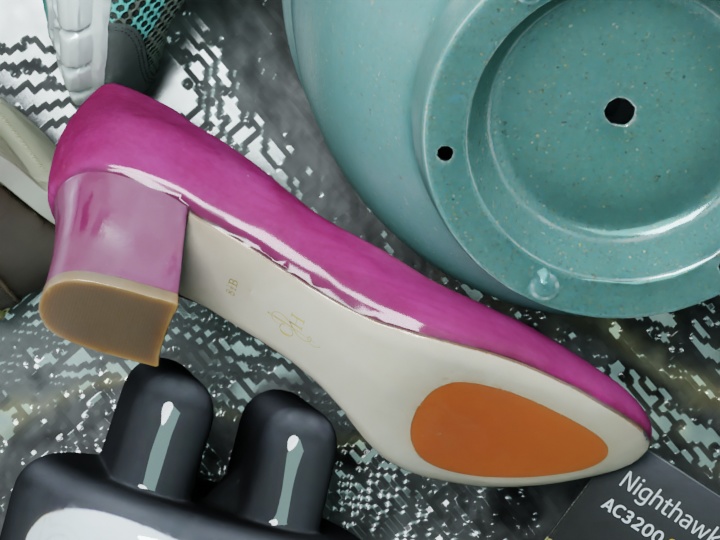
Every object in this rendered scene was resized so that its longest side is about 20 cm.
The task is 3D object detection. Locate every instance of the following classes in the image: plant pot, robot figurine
[{"bbox_3d":[0.074,-0.066,0.765,0.199,0.134,0.201,0,117,-1],"label":"plant pot"},{"bbox_3d":[-0.066,0.132,0.812,0.150,0.125,0.201,16,91,28],"label":"robot figurine"}]

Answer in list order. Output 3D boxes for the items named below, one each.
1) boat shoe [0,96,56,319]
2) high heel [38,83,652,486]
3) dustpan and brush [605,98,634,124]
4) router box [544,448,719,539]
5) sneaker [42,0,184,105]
[{"bbox_3d":[-0.144,-0.037,0.777,0.059,0.200,0.072,-43,62,4],"label":"boat shoe"},{"bbox_3d":[0.000,0.000,0.785,0.199,0.096,0.067,21,136,-15],"label":"high heel"},{"bbox_3d":[0.061,-0.128,0.831,0.139,0.057,0.201,-14,122,15],"label":"dustpan and brush"},{"bbox_3d":[0.116,0.170,0.767,0.200,0.052,0.157,33,76,22],"label":"router box"},{"bbox_3d":[-0.054,-0.118,0.778,0.091,0.200,0.078,-5,61,-10],"label":"sneaker"}]
